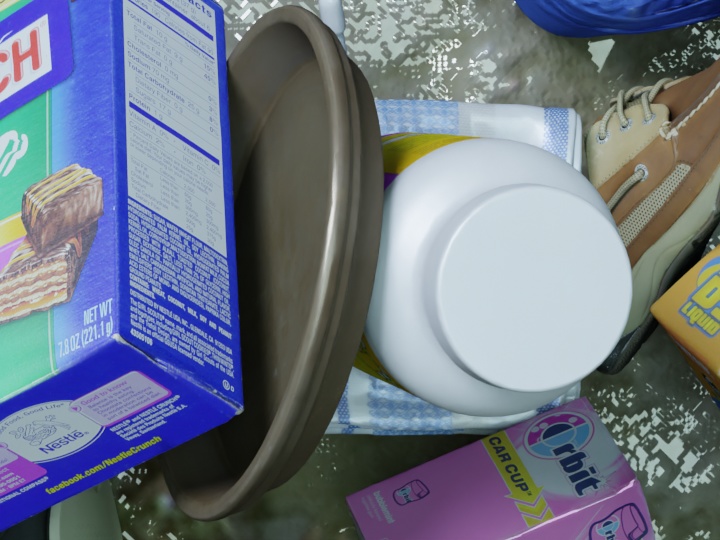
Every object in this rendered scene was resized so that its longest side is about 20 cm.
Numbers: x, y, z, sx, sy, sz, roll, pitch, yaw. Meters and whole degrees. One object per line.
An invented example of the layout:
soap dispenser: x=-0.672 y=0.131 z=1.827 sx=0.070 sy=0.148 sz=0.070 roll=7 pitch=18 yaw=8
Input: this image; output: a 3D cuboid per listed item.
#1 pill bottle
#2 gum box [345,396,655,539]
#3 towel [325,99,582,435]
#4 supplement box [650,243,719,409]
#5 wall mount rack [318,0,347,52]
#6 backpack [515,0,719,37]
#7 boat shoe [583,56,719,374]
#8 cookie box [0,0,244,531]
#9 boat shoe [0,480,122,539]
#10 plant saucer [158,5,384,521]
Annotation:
pill bottle: x=0.039 y=0.000 z=1.015 sx=0.104 sy=0.200 sz=0.105 roll=-1 pitch=94 yaw=-13
gum box: x=0.078 y=0.167 z=1.150 sx=0.113 sy=0.066 sz=0.201 roll=-22 pitch=126 yaw=-6
towel: x=0.000 y=0.000 z=1.125 sx=0.199 sy=0.024 sz=0.148 roll=1 pitch=93 yaw=-9
supplement box: x=0.207 y=0.071 z=1.163 sx=0.069 sy=0.067 sz=0.200 roll=-39 pitch=123 yaw=-4
wall mount rack: x=-0.044 y=-0.020 z=1.161 sx=0.199 sy=0.075 sz=0.175 roll=-19 pitch=93 yaw=-7
backpack: x=0.147 y=-0.194 z=1.135 sx=0.199 sy=0.168 sz=0.163 roll=-15 pitch=88 yaw=-3
boat shoe: x=0.130 y=-0.044 z=1.151 sx=0.074 sy=0.076 sz=0.200 roll=36 pitch=121 yaw=10
cookie box: x=-0.136 y=-0.010 z=1.036 sx=0.171 sy=0.201 sz=0.075 roll=-27 pitch=139 yaw=27
boat shoe: x=-0.141 y=0.091 z=1.115 sx=0.063 sy=0.074 sz=0.202 roll=-12 pitch=76 yaw=11
plant saucer: x=-0.036 y=-0.001 z=1.014 sx=0.029 sy=0.200 sz=0.201 roll=11 pitch=91 yaw=-21
